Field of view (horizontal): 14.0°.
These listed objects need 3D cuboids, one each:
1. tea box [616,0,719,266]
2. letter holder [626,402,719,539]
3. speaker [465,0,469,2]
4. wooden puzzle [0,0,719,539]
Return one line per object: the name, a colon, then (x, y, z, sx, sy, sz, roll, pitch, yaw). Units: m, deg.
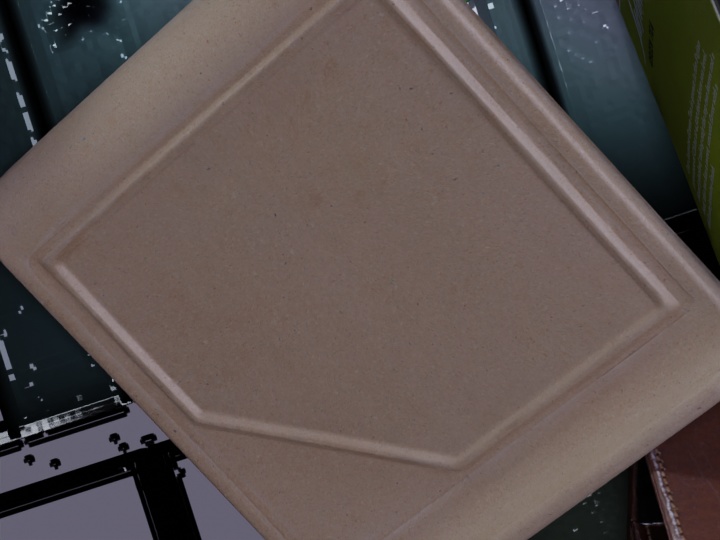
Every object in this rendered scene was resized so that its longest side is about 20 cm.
tea box: (0.198, -0.078, 0.898, 0.200, 0.134, 0.197, -16, 66, -4)
letter holder: (0.195, 0.110, 0.920, 0.200, 0.142, 0.101, -6, 128, -4)
speaker: (-0.025, -0.168, 0.935, 0.088, 0.088, 0.200, -42, 95, -2)
wooden puzzle: (0.000, 0.000, 0.939, 0.185, 0.037, 0.200, -39, 93, 28)
